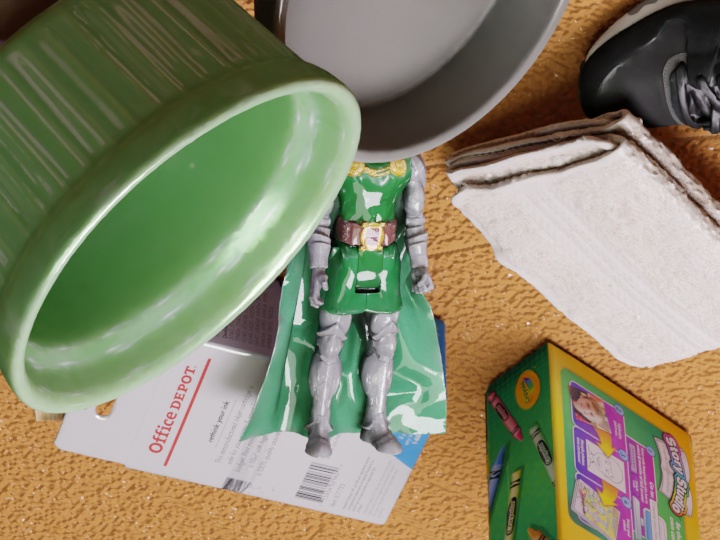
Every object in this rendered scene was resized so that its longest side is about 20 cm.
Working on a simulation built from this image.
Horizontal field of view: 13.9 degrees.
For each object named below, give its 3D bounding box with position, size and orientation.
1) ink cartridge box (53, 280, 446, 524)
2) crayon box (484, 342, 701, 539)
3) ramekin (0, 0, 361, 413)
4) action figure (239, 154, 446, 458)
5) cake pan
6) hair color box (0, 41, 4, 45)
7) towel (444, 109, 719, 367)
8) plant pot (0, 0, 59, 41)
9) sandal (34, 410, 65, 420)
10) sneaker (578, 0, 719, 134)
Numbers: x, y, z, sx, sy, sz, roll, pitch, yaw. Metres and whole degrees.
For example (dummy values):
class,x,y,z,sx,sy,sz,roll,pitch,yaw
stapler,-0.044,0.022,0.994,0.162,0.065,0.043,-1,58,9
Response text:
class,x,y,z,sx,sy,sz,roll,pitch,yaw
ink cartridge box,-0.063,0.065,1.673,0.199,0.068,0.116,14,132,-12
crayon box,0.133,0.150,1.658,0.119,0.200,0.058,33,126,-27
ramekin,-0.105,-0.041,1.314,0.200,0.098,0.200,-38,160,-17
action figure,0.000,0.000,1.578,0.118,0.055,0.201,-3,108,-21
cake pan,0.027,-0.148,1.410,0.200,0.037,0.201,-27,135,-30
hair color box,-0.150,-0.042,1.475,0.109,0.200,0.065,31,134,-26
towel,0.146,-0.012,1.585,0.132,0.035,0.200,-13,139,43
plant pot,-0.158,-0.221,1.329,0.200,0.200,0.175,16,117,-14
sandal,-0.196,0.012,1.619,0.069,0.078,0.212,-1,140,-5
sneaker,0.206,-0.099,1.489,0.199,0.088,0.076,-14,133,15
